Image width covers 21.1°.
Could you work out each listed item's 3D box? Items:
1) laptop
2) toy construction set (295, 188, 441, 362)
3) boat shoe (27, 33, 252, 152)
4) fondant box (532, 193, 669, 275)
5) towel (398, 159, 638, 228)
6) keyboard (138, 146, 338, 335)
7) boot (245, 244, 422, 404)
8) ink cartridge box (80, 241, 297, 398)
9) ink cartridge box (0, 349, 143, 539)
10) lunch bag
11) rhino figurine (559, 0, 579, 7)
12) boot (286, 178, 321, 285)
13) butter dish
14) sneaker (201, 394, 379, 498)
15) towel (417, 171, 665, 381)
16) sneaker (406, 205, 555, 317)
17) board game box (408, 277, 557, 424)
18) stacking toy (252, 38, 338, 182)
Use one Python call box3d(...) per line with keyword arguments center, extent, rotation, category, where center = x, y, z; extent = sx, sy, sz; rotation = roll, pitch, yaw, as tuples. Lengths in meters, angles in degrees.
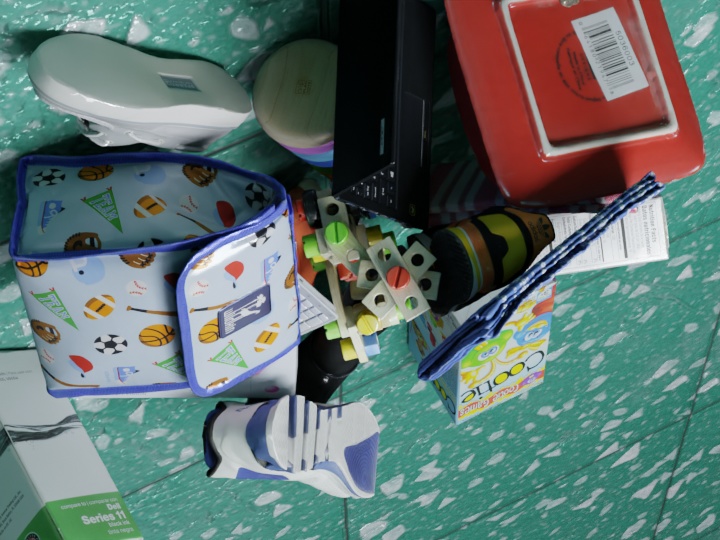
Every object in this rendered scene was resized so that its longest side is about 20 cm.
box3d(center=(0.037, -0.136, 1.380), extent=(0.103, 0.178, 0.200), rotation=(-4, 168, 33), category="laptop")
box3d(center=(0.000, 0.000, 1.513), extent=(0.092, 0.132, 0.200), rotation=(-11, 174, -10), category="toy construction set")
box3d(center=(-0.164, -0.117, 1.363), extent=(0.069, 0.072, 0.200), rotation=(-46, 158, 27), category="boat shoe")
box3d(center=(0.155, -0.038, 1.661), extent=(0.199, 0.059, 0.144), rotation=(-7, -166, 3), category="fondant box")
box3d(center=(0.137, -0.065, 1.604), extent=(0.199, 0.030, 0.146), rotation=(-4, -164, 15), category="towel")
box3d(center=(-0.103, -0.020, 1.476), extent=(0.056, 0.200, 0.011), rotation=(-29, -155, 46), category="keyboard")
box3d(center=(-0.025, 0.074, 1.705), extent=(0.165, 0.066, 0.200), rotation=(-54, -175, -25), category="boot")
box3d(center=(-0.148, 0.043, 1.573), extent=(0.195, 0.043, 0.200), rotation=(0, 149, -1), category="ink cartridge box")
box3d(center=(-0.283, 0.184, 1.584), extent=(0.083, 0.200, 0.147), rotation=(-4, 143, -46), category="ink cartridge box")
box3d(center=(-0.145, 0.005, 1.422), extent=(0.199, 0.124, 0.170), rotation=(-3, 140, -1), category="lunch bag")
box3d(center=(0.134, -0.269, 1.374), extent=(0.087, 0.060, 0.200), rotation=(-36, 129, 16), category="rhino figurine")
box3d(center=(-0.058, -0.003, 1.643), extent=(0.107, 0.075, 0.200), rotation=(-35, 155, -12), category="boot")
box3d(center=(0.146, -0.140, 1.538), extent=(0.199, 0.201, 0.148), rotation=(-12, 171, -27), category="butter dish")
box3d(center=(-0.070, 0.146, 1.669), extent=(0.115, 0.081, 0.199), rotation=(0, 166, 29), category="sneaker")
box3d(center=(0.135, 0.009, 1.456), extent=(0.200, 0.024, 0.145), rotation=(-37, 176, -26), category="towel")
box3d(center=(0.096, -0.011, 1.500), extent=(0.090, 0.070, 0.200), rotation=(-19, 180, -9), category="sneaker")
box3d(center=(0.114, 0.043, 1.848), extent=(0.103, 0.105, 0.200), rotation=(-25, 152, -13), category="board game box")
box3d(center=(-0.018, -0.108, 1.515), extent=(0.085, 0.086, 0.200), rotation=(-33, 159, 4), category="stacking toy")
